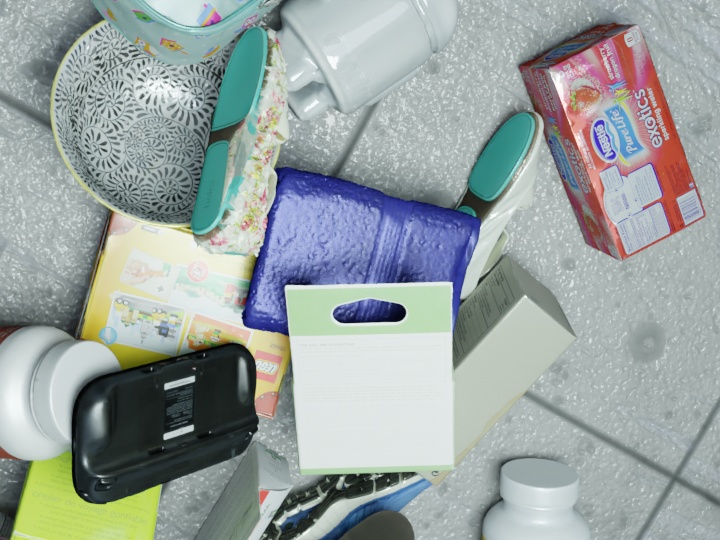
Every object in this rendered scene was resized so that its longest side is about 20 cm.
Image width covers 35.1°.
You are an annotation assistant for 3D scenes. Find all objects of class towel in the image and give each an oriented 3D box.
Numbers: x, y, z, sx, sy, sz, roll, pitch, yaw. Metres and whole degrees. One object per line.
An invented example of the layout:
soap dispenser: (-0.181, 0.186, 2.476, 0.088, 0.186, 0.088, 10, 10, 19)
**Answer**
towel: (0.000, 0.000, 1.020, 0.197, 0.050, 0.150, 14, 94, -16)

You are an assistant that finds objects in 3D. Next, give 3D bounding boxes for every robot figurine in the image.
robot figurine: (0.007, -0.220, 1.021, 0.199, 0.113, 0.170, -35, 147, -4)

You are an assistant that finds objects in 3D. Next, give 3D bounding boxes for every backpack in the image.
backpack: (-0.133, -0.280, 0.937, 0.176, 0.153, 0.200, 47, 74, -10)

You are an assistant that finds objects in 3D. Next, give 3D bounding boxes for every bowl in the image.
bowl: (-0.174, -0.117, 1.001, 0.197, 0.094, 0.205, 6, 69, -16)

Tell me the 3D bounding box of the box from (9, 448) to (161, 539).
box: (-0.239, 0.182, 1.035, 0.120, 0.202, 0.048, 18, 129, -15)

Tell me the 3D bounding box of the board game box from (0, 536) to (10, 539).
board game box: (-0.290, 0.341, 0.992, 0.196, 0.043, 0.204, 14, 82, -22)

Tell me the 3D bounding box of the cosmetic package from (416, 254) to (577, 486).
cosmetic package: (0.107, 0.095, 1.092, 0.073, 0.104, 0.200, 37, 107, -16)

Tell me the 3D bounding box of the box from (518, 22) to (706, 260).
box: (0.241, -0.126, 1.098, 0.098, 0.095, 0.203, -26, 105, -5)

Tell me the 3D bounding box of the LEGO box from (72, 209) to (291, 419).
LEGO box: (-0.155, 0.034, 1.060, 0.197, 0.077, 0.151, 17, 99, -14)

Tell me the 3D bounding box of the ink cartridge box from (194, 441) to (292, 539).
ink cartridge box: (-0.119, 0.265, 1.051, 0.050, 0.200, 0.162, 31, 95, -13)

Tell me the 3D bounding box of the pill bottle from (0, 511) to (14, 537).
pill bottle: (-0.352, 0.280, 1.054, 0.199, 0.111, 0.112, 37, 93, -15)

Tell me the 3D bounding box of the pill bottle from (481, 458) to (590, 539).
pill bottle: (0.178, 0.303, 1.164, 0.110, 0.112, 0.204, 0, 102, -11)

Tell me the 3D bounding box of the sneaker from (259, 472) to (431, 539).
sneaker: (-0.004, 0.243, 1.145, 0.198, 0.079, 0.090, -29, 123, -5)

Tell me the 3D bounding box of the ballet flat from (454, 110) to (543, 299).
ballet flat: (0.129, -0.059, 1.113, 0.069, 0.070, 0.202, 28, 99, -15)

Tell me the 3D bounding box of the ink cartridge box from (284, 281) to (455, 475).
ink cartridge box: (0.011, 0.087, 0.992, 0.143, 0.048, 0.203, -2, 119, 2)

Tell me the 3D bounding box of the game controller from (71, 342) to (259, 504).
game controller: (-0.161, 0.126, 0.968, 0.198, 0.042, 0.107, -12, 101, -50)

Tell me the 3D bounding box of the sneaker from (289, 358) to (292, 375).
sneaker: (-0.023, 0.043, 1.088, 0.075, 0.081, 0.204, 6, 101, -14)

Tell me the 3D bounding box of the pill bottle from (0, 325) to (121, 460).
pill bottle: (-0.302, 0.104, 0.977, 0.197, 0.112, 0.114, -3, 107, 33)

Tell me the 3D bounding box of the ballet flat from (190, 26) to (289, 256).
ballet flat: (-0.093, -0.102, 0.944, 0.064, 0.075, 0.203, 29, 66, -41)

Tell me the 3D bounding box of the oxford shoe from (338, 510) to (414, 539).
oxford shoe: (-0.035, 0.295, 1.077, 0.197, 0.071, 0.072, -23, 68, -1)
